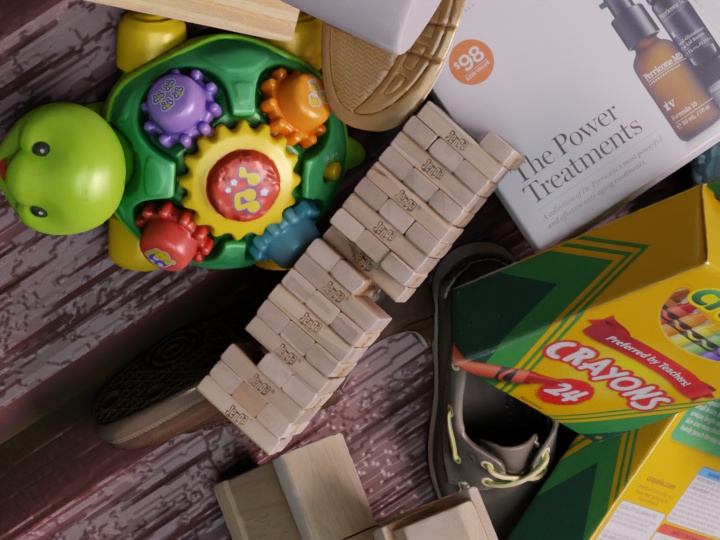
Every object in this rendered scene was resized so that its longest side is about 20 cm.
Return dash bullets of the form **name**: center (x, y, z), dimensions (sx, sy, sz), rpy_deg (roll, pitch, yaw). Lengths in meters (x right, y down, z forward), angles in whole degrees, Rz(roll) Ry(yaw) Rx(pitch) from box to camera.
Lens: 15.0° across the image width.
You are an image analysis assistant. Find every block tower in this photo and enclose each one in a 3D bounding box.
- **block tower**: center (0.000, 0.000, 1.419), dimensions (0.058, 0.054, 0.200), rpy_deg (41, 96, 7)

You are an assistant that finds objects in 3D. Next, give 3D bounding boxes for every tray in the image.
- **tray**: center (-0.135, -0.162, 1.379), dimensions (0.199, 0.099, 0.037), rpy_deg (9, 106, -18)

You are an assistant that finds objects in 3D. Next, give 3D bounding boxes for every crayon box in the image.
- **crayon box**: center (0.178, 0.109, 1.567), dimensions (0.125, 0.052, 0.200), rpy_deg (21, 106, -50)
- **crayon box**: center (0.161, 0.021, 1.431), dimensions (0.199, 0.051, 0.127), rpy_deg (-25, 141, 36)

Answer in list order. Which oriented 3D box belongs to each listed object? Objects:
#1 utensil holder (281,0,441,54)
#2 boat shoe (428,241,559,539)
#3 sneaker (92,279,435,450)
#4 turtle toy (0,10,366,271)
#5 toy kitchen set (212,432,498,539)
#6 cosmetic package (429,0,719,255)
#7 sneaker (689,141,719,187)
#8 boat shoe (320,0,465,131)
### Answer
- **utensil holder**: center (-0.033, -0.218, 1.309), dimensions (0.199, 0.170, 0.171), rpy_deg (27, 103, 4)
- **boat shoe**: center (0.077, 0.087, 1.553), dimensions (0.072, 0.060, 0.203), rpy_deg (-11, 113, -11)
- **sneaker**: center (-0.048, 0.057, 1.504), dimensions (0.199, 0.070, 0.076), rpy_deg (-30, 116, -1)
- **turtle toy**: center (-0.092, -0.058, 1.430), dimensions (0.199, 0.101, 0.147), rpy_deg (-2, 111, -14)
- **toy kitchen set**: center (-0.031, 0.200, 1.440), dimensions (0.180, 0.163, 0.201), rpy_deg (-18, 84, -41)
- **cosmetic package**: center (0.136, -0.124, 1.460), dimensions (0.200, 0.052, 0.151), rpy_deg (-34, 84, 0)
- **sneaker**: center (0.210, -0.061, 1.538), dimensions (0.082, 0.074, 0.201), rpy_deg (36, 109, 11)
- **boat shoe**: center (0.027, -0.170, 1.419), dimensions (0.070, 0.069, 0.201), rpy_deg (13, 92, 4)
